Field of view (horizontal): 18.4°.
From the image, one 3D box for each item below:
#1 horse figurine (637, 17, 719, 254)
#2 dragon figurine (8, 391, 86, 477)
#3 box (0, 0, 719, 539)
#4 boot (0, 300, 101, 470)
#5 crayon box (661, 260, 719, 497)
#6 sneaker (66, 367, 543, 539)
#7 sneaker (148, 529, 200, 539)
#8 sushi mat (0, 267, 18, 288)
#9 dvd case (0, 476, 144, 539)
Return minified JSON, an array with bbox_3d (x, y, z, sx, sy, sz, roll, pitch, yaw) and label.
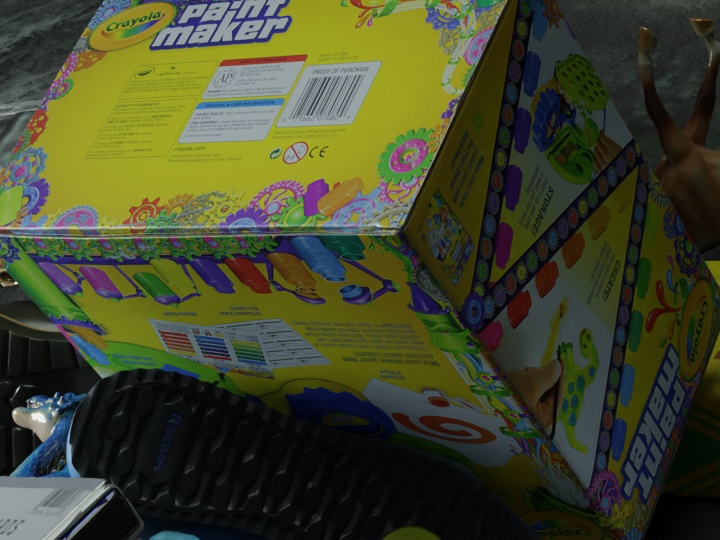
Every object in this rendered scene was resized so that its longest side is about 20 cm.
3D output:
[{"bbox_3d":[0.196,-0.056,1.082,0.199,0.133,0.050,-4,16,-18],"label":"horse figurine"},{"bbox_3d":[-0.106,0.097,0.898,0.099,0.059,0.199,-33,25,-31],"label":"dragon figurine"},{"bbox_3d":[0.000,0.000,0.835,0.199,0.193,0.122,1,52,36],"label":"box"},{"bbox_3d":[-0.135,0.037,1.067,0.199,0.078,0.138,6,19,12],"label":"boot"},{"bbox_3d":[0.162,0.043,0.924,0.199,0.051,0.127,0,25,26],"label":"crayon box"},{"bbox_3d":[-0.014,0.094,0.818,0.199,0.066,0.078,23,-15,5],"label":"sneaker"},{"bbox_3d":[-0.115,0.159,0.733,0.073,0.082,0.200,12,33,40],"label":"sneaker"},{"bbox_3d":[-0.121,-0.002,1.114,0.095,0.012,0.200,-8,0,31],"label":"sushi mat"},{"bbox_3d":[-0.174,0.143,0.744,0.200,0.025,0.150,-43,16,-24],"label":"dvd case"}]
